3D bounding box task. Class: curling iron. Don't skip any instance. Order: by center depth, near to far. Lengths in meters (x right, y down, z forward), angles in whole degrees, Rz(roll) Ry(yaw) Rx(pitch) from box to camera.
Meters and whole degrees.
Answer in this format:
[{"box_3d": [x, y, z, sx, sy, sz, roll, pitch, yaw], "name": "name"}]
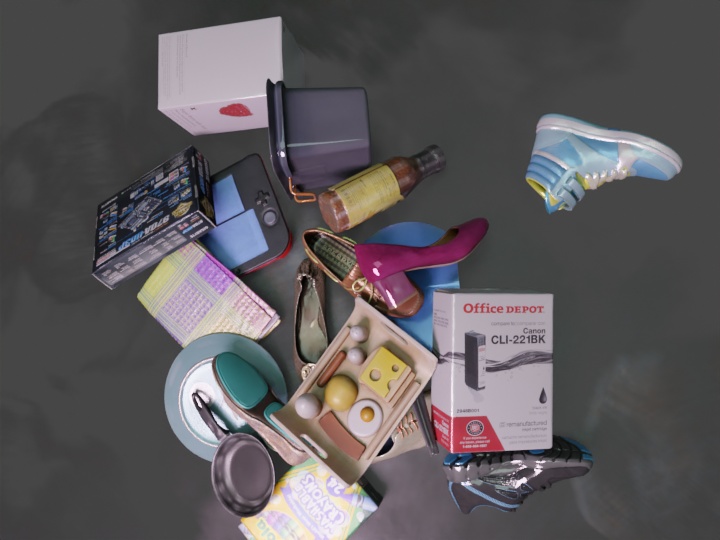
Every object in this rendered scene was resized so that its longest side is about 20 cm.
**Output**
[{"box_3d": [0.061, 0.155, 0.816, 0.049, 0.026, 0.202, -27, 70, 5], "name": "curling iron"}]

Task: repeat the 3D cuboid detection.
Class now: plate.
[{"box_3d": [-0.208, 0.197, 0.902, 0.196, 0.026, 0.204, 0, 94, 7], "name": "plate"}]

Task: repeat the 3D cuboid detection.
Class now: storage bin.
[{"box_3d": [-0.051, -0.177, 0.851, 0.132, 0.200, 0.148, -5, 82, 2], "name": "storage bin"}]

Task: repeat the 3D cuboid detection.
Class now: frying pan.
[{"box_3d": [-0.194, 0.274, 0.867, 0.188, 0.031, 0.116, 29, 99, 27], "name": "frying pan"}]

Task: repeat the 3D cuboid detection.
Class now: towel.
[{"box_3d": [-0.236, 0.059, 0.919, 0.200, 0.023, 0.144, 41, 99, 1], "name": "towel"}]

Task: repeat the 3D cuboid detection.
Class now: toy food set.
[{"box_3d": [-0.009, 0.156, 0.787, 0.143, 0.060, 0.201, 35, 85, 21], "name": "toy food set"}]

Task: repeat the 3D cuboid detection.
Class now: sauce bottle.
[{"box_3d": [0.036, -0.123, 0.857, 0.198, 0.066, 0.067, -28, 78, -17], "name": "sauce bottle"}]

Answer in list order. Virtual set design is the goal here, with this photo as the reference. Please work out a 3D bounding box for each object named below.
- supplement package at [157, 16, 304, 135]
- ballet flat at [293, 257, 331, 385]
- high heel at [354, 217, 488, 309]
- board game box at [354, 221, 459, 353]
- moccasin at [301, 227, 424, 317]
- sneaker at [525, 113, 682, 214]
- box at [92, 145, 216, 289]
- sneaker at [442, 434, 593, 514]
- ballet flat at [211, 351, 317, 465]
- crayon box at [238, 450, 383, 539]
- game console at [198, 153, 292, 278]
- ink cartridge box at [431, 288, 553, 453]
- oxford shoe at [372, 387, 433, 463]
[{"box_3d": [-0.195, -0.295, 0.924, 0.196, 0.121, 0.122, -4, 82, 12], "name": "supplement package"}, {"box_3d": [-0.074, 0.081, 0.894, 0.066, 0.046, 0.204, -2, 83, 12], "name": "ballet flat"}, {"box_3d": [0.086, -0.042, 0.793, 0.199, 0.067, 0.097, -37, 98, -26], "name": "high heel"}, {"box_3d": [0.070, 0.032, 0.877, 0.155, 0.039, 0.204, -8, 77, 16], "name": "board game box"}, {"box_3d": [0.001, -0.001, 0.840, 0.201, 0.078, 0.074, 39, 90, 20], "name": "moccasin"}, {"box_3d": [0.323, -0.127, 0.823, 0.198, 0.079, 0.132, 21, 86, 23], "name": "sneaker"}, {"box_3d": [-0.320, -0.085, 0.922, 0.198, 0.046, 0.160, -29, 48, 10], "name": "box"}, {"box_3d": [0.215, 0.277, 0.810, 0.197, 0.073, 0.083, -11, 98, 16], "name": "sneaker"}, {"box_3d": [-0.145, 0.202, 0.846, 0.200, 0.068, 0.068, 42, 131, 17], "name": "ballet flat"}, {"box_3d": [-0.080, 0.357, 0.861, 0.126, 0.052, 0.200, 45, 94, 13], "name": "crayon box"}, {"box_3d": [-0.217, -0.070, 0.949, 0.198, 0.031, 0.179, -25, 80, 7], "name": "game console"}, {"box_3d": [0.172, 0.126, 0.787, 0.142, 0.084, 0.204, 0, 89, -11], "name": "ink cartridge box"}, {"box_3d": [0.068, 0.221, 0.834, 0.198, 0.074, 0.071, -31, 76, 5], "name": "oxford shoe"}]
